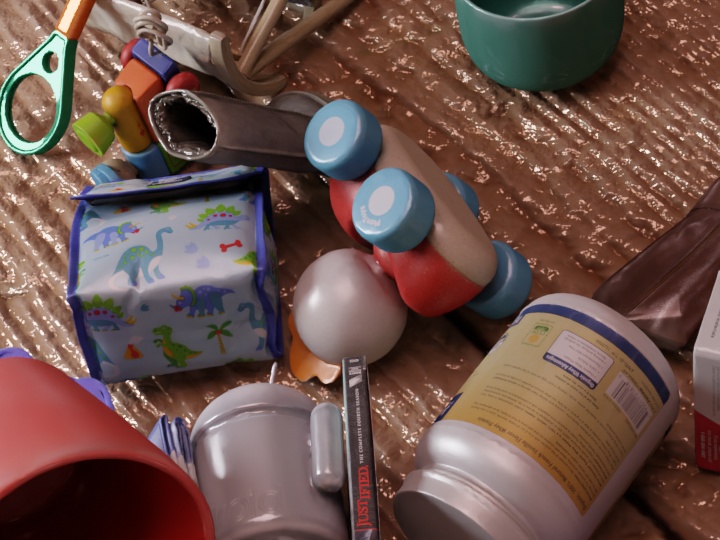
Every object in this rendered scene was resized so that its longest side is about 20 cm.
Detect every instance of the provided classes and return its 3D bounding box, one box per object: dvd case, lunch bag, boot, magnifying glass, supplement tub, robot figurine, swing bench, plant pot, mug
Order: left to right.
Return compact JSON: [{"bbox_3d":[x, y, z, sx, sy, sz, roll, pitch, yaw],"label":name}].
[{"bbox_3d":[-0.224,0.162,1.290,0.199,0.202,0.177,-30,39,-13],"label":"plant pot"},{"bbox_3d":[-0.280,-0.199,1.732,0.079,0.201,0.022,36,20,26],"label":"magnifying glass"},{"bbox_3d":[-0.155,-0.017,1.578,0.168,0.128,0.201,-7,38,1],"label":"lunch bag"},{"bbox_3d":[-0.139,-0.269,1.777,0.198,0.130,0.201,25,65,28],"label":"swing bench"},{"bbox_3d":[-0.096,-0.119,1.592,0.198,0.073,0.181,-2,13,-38],"label":"boot"},{"bbox_3d":[-0.070,0.168,1.407,0.169,0.112,0.201,-37,43,27],"label":"robot figurine"},{"bbox_3d":[0.002,0.185,1.358,0.022,0.147,0.202,-4,51,-2],"label":"dvd case"},{"bbox_3d":[0.128,0.132,1.375,0.144,0.145,0.200,26,60,29],"label":"supplement tub"},{"bbox_3d":[0.177,-0.242,1.691,0.183,0.115,0.153,-20,49,-6],"label":"mug"},{"bbox_3d":[0.305,0.008,1.491,0.200,0.065,0.186,-39,41,-23],"label":"boot"}]

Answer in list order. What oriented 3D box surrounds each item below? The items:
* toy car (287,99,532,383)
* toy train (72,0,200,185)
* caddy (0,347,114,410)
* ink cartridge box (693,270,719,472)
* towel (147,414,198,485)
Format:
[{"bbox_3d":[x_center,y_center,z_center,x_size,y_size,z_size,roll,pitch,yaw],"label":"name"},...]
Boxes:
[{"bbox_3d":[0.000,0.000,1.527,0.200,0.184,0.177,-44,50,12],"label":"toy car"},{"bbox_3d":[-0.207,-0.150,1.645,0.116,0.201,0.084,-42,55,-17],"label":"toy train"},{"bbox_3d":[-0.267,0.161,1.465,0.140,0.105,0.201,22,62,2],"label":"caddy"},{"bbox_3d":[0.348,0.093,1.359,0.198,0.147,0.083,11,52,20],"label":"ink cartridge box"},{"bbox_3d":[-0.148,0.225,1.378,0.024,0.147,0.201,11,41,-29],"label":"towel"}]
